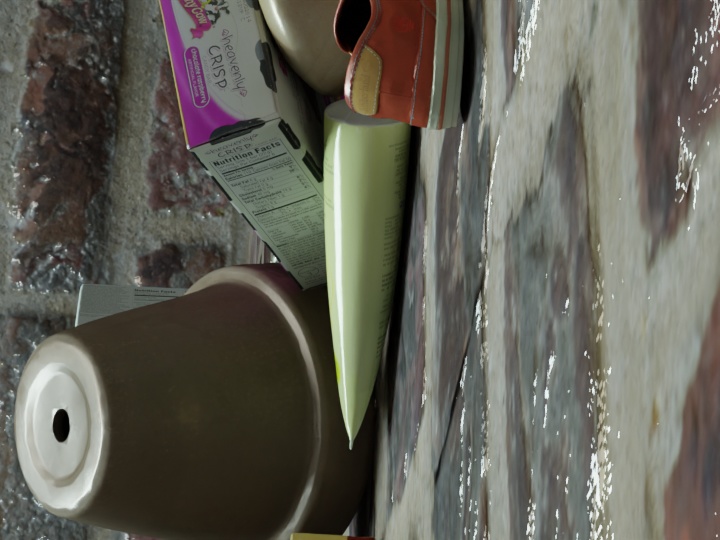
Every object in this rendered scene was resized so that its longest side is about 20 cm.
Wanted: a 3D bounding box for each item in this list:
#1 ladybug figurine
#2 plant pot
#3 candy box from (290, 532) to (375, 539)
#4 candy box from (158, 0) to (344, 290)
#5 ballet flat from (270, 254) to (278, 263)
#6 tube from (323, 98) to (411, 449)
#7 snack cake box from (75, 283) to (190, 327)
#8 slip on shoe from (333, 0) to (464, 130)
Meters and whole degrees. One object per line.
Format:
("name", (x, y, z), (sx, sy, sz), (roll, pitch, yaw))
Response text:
("ladybug figurine", (-0.016, -0.178, 1.375), (0.200, 0.072, 0.136), (-85, -26, -68))
("plant pot", (-0.116, 0.093, 1.459), (0.200, 0.174, 0.200), (-3, 86, 51))
("candy box", (-0.025, 0.267, 1.391), (0.117, 0.056, 0.200), (-91, 8, -47))
("candy box", (-0.054, -0.092, 1.396), (0.200, 0.061, 0.137), (55, -161, -59))
("ballet flat", (-0.029, 0.003, 1.596), (0.072, 0.072, 0.200), (-130, 44, -83))
("tube", (0.000, 0.000, 1.353), (0.052, 0.058, 0.200), (24, 123, 41))
("snack cake box", (-0.114, 0.066, 1.730), (0.115, 0.200, 0.067), (-98, 12, -68))
("slip on shoe", (0.017, -0.133, 1.169), (0.200, 0.061, 0.074), (-92, 5, -58))
